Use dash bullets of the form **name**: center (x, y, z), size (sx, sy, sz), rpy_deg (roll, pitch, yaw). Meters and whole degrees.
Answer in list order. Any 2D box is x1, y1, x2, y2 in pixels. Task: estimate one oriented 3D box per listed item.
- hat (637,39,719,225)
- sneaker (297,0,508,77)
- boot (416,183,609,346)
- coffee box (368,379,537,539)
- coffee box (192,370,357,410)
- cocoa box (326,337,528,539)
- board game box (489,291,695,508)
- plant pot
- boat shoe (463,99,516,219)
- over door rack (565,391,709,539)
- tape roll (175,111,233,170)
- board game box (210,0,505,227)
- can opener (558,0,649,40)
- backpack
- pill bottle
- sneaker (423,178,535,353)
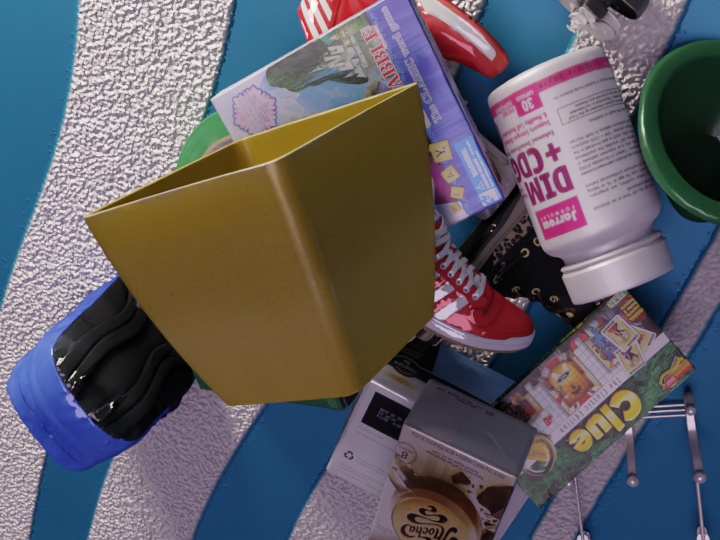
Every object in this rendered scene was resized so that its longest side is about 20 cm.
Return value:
- **hat**: center (0.310, -0.080, 0.879), size (0.162, 0.176, 0.204), rpy_deg (2, 72, -4)
- **sneaker**: center (0.030, -0.206, 0.863), size (0.199, 0.078, 0.117), rpy_deg (36, 103, 11)
- **boot**: center (0.162, 0.022, 0.910), size (0.153, 0.073, 0.205), rpy_deg (40, 83, -10)
- **coffee box**: center (0.079, 0.222, 0.897), size (0.111, 0.080, 0.203), rpy_deg (22, 123, 14)
- **coffee box**: center (-0.103, 0.071, 0.954), size (0.197, 0.044, 0.125), rpy_deg (2, 125, 36)
- **cocoa box**: center (0.086, 0.174, 1.007), size (0.197, 0.132, 0.135), rpy_deg (27, 118, 2)
- **board game box**: center (0.209, 0.121, 0.897), size (0.200, 0.023, 0.105), rpy_deg (-44, 93, 8)
- **plant pot**: center (-0.050, -0.010, 0.721), size (0.197, 0.200, 0.179), rpy_deg (-11, 107, 36)
- **boat shoe**: center (0.072, -0.142, 0.904), size (0.070, 0.071, 0.200), rpy_deg (-44, 80, -9)
- **over door rack**: center (0.295, 0.231, 1.013), size (0.145, 0.067, 0.204), rpy_deg (-6, 113, 19)
- **tape roll**: center (-0.102, -0.065, 0.960), size (0.197, 0.048, 0.205), rpy_deg (9, 107, 30)
- **board game box**: center (0.000, -0.112, 0.840), size (0.197, 0.041, 0.202), rpy_deg (-26, 105, 17)
- **can opener**: center (0.162, -0.279, 0.827), size (0.199, 0.053, 0.067), rpy_deg (40, 84, -7)
- **backpack**: center (-0.291, 0.126, 1.053), size (0.167, 0.201, 0.163), rpy_deg (-35, 103, 27)
- **pill bottle**: center (0.197, -0.081, 0.836), size (0.112, 0.113, 0.203), rpy_deg (-22, 89, 24)
- **sneaker**: center (0.072, -0.011, 0.808), size (0.197, 0.071, 0.114), rpy_deg (22, 116, 1)
